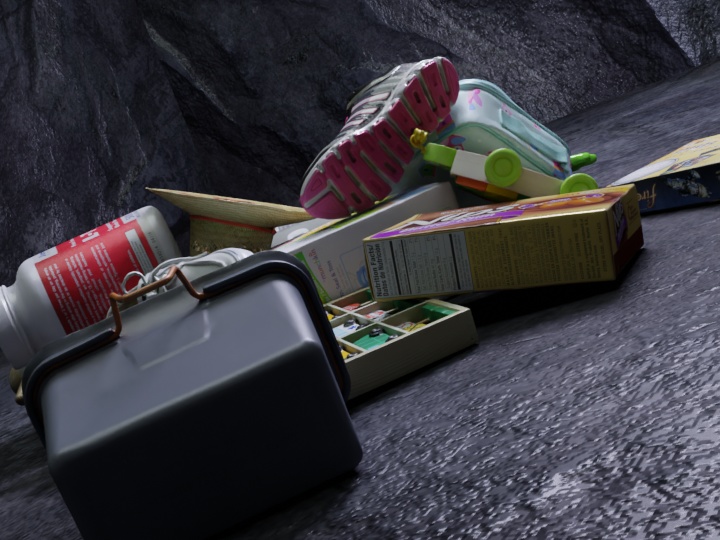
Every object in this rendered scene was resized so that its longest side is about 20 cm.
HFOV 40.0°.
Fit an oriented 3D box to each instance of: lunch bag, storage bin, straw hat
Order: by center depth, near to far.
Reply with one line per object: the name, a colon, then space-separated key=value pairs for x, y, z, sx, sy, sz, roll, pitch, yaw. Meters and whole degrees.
storage bin: x=-0.096 y=0.079 z=0.583 sx=0.198 sy=0.147 sz=0.134 roll=-24 pitch=17 yaw=-10
straw hat: x=-0.134 y=-0.032 z=1.022 sx=0.199 sy=0.086 sz=0.201 roll=7 pitch=3 yaw=0
lunch bag: x=0.128 y=-0.111 z=1.051 sx=0.199 sy=0.078 sz=0.160 roll=27 pitch=-43 yaw=-38

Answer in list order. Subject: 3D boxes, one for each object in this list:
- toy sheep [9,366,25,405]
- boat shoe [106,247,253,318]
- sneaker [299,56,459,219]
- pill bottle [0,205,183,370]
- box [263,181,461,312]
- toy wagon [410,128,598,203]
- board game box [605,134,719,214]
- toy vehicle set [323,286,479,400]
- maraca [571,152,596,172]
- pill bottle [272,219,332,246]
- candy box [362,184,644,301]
toy sheep: x=-0.315 y=0.098 z=1.122 sx=0.198 sy=0.139 sz=0.138 roll=-18 pitch=8 yaw=17
boat shoe: x=-0.178 y=0.024 z=0.914 sx=0.085 sy=0.076 sz=0.201 roll=6 pitch=-16 yaw=-41
sneaker: x=0.009 y=-0.130 z=0.966 sx=0.200 sy=0.074 sz=0.087 roll=-49 pitch=29 yaw=-10
pill bottle: x=-0.282 y=0.021 z=1.030 sx=0.199 sy=0.113 sz=0.112 roll=-26 pitch=8 yaw=-15
box: x=0.000 y=0.000 z=0.950 sx=0.198 sy=0.102 sz=0.112 roll=-24 pitch=8 yaw=-13
toy wagon: x=0.137 y=-0.081 z=0.914 sx=0.198 sy=0.040 sz=0.155 roll=18 pitch=2 yaw=5
board game box: x=0.339 y=-0.098 z=0.899 sx=0.135 sy=0.035 sz=0.200 roll=-26 pitch=8 yaw=-26
toy vehicle set: x=-0.004 y=0.054 z=0.788 sx=0.123 sy=0.027 sz=0.200 roll=-22 pitch=11 yaw=-17
maraca: x=0.191 y=-0.115 z=1.213 sx=0.198 sy=0.108 sz=0.137 roll=-13 pitch=1 yaw=-14
pill bottle: x=-0.085 y=-0.002 z=1.189 sx=0.198 sy=0.115 sz=0.114 roll=-24 pitch=7 yaw=-5
candy box: x=0.115 y=-0.022 z=0.794 sx=0.198 sy=0.057 sz=0.116 roll=-5 pitch=11 yaw=28
